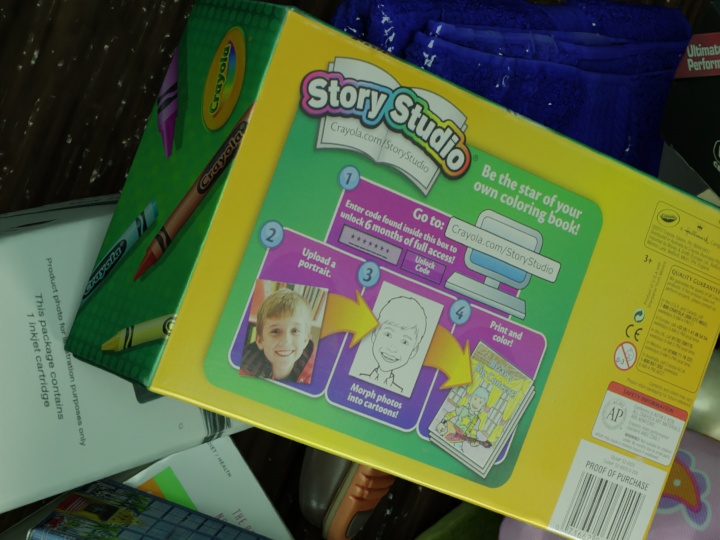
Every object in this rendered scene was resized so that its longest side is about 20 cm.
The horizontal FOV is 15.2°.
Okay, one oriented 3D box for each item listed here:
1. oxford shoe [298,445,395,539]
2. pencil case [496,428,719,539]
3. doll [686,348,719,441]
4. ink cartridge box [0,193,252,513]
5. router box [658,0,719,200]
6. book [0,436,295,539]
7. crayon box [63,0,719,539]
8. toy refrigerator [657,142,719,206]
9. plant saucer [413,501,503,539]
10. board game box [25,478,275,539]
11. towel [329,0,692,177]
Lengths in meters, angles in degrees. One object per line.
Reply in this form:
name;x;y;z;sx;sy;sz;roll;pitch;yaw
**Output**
oxford shoe;0.000;0.000;1.003;0.072;0.071;0.202;14;88;11
pencil case;0.146;0.112;0.934;0.199;0.087;0.088;19;92;18
doll;0.195;0.080;1.012;0.199;0.048;0.137;25;62;-17
ink cartridge box;-0.116;0.024;0.895;0.199;0.146;0.084;-15;97;-51
router box;0.219;-0.044;0.867;0.199;0.062;0.150;-22;58;-29
book;-0.104;0.160;1.003;0.199;0.048;0.134;-32;100;-4
crayon box;0.020;0.005;0.845;0.199;0.058;0.120;22;87;-32
toy refrigerator;0.200;-0.005;0.976;0.199;0.070;0.076;33;49;-23
plant saucer;0.073;0.176;0.959;0.199;0.199;0.048;-34;143;-28
board game box;-0.020;0.138;0.868;0.198;0.200;0.062;16;97;4
towel;0.063;-0.023;0.953;0.199;0.049;0.149;-3;96;-50
